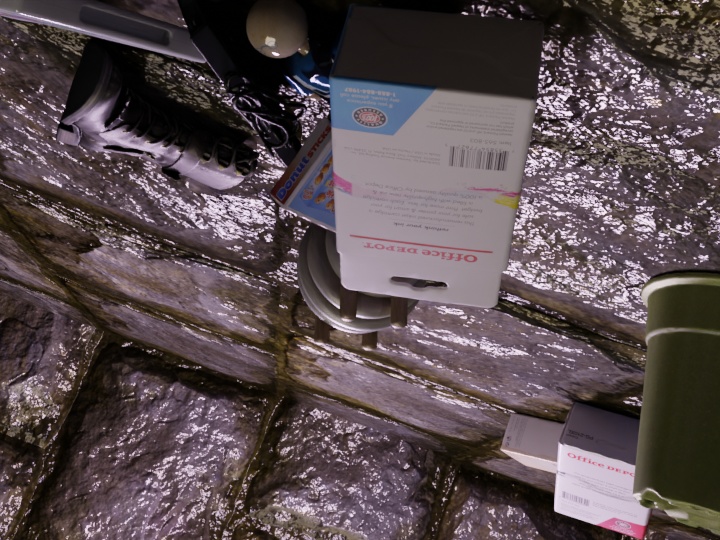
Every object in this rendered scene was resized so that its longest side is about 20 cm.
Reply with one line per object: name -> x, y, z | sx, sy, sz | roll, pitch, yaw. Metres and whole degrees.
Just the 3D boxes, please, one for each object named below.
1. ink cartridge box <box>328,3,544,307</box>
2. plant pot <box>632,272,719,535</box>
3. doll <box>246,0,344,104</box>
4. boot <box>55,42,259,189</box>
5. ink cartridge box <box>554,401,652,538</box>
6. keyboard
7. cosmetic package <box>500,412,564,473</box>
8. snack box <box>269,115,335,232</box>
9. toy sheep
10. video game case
ink cartridge box -> 0.044, -0.064, 0.646 | 0.115, 0.068, 0.200 | 8, 144, 6
plant pot -> 0.322, 0.128, 0.895 | 0.200, 0.190, 0.200 | 18, 166, 5
doll -> 0.010, -0.120, 0.683 | 0.200, 0.049, 0.136 | 32, 161, -29
boot -> -0.171, -0.125, 0.900 | 0.174, 0.069, 0.200 | 19, 171, -18
ink cartridge box -> 0.374, 0.302, 1.540 | 0.144, 0.084, 0.200 | 14, 142, 20
keyboard -> -0.069, -0.133, 0.712 | 0.040, 0.104, 0.200 | -26, 156, 6
cosmetic package -> 0.352, 0.306, 1.737 | 0.200, 0.073, 0.103 | 8, 161, 42
snack box -> 0.020, -0.052, 0.808 | 0.200, 0.072, 0.024 | 23, -161, -49
toy sheep -> 0.000, 0.000, 0.965 | 0.138, 0.138, 0.200 | 23, 156, -14
video game case -> -0.229, -0.178, 0.675 | 0.200, 0.024, 0.182 | 18, -170, 25
